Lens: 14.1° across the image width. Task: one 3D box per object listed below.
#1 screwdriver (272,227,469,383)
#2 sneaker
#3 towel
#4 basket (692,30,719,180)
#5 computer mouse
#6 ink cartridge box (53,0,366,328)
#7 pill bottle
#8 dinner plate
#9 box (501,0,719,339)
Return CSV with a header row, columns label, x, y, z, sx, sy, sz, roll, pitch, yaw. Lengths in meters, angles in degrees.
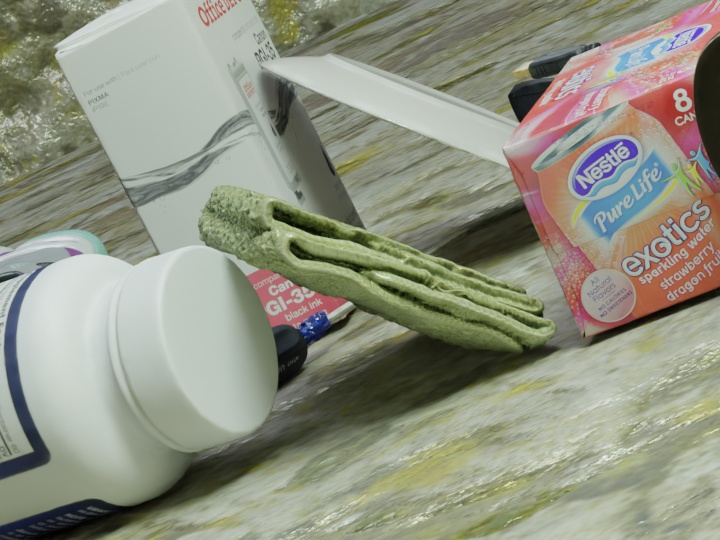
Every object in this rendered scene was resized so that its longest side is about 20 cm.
label,x,y,z,sx,sy,sz,roll,pitch,yaw
screwdriver,-0.009,0.016,1.523,0.200,0.029,0.028,-38,16,-36
sneaker,-0.280,0.033,2.017,0.199,0.078,0.140,-22,9,21
towel,0.000,0.000,1.345,0.200,0.147,0.037,-160,90,-76
basket,0.246,-0.096,1.199,0.199,0.137,0.180,-34,17,-26
computer mouse,0.129,-0.087,1.597,0.140,0.046,0.199,10,-6,-36
ink cartridge box,-0.077,-0.062,1.615,0.082,0.201,0.147,-25,9,14
pill bottle,-0.143,0.059,1.362,0.199,0.120,0.120,-19,11,31
dinner plate,0.040,-0.085,1.587,0.199,0.024,0.200,20,6,-2
box,0.143,-0.054,1.326,0.102,0.095,0.200,-21,10,19
